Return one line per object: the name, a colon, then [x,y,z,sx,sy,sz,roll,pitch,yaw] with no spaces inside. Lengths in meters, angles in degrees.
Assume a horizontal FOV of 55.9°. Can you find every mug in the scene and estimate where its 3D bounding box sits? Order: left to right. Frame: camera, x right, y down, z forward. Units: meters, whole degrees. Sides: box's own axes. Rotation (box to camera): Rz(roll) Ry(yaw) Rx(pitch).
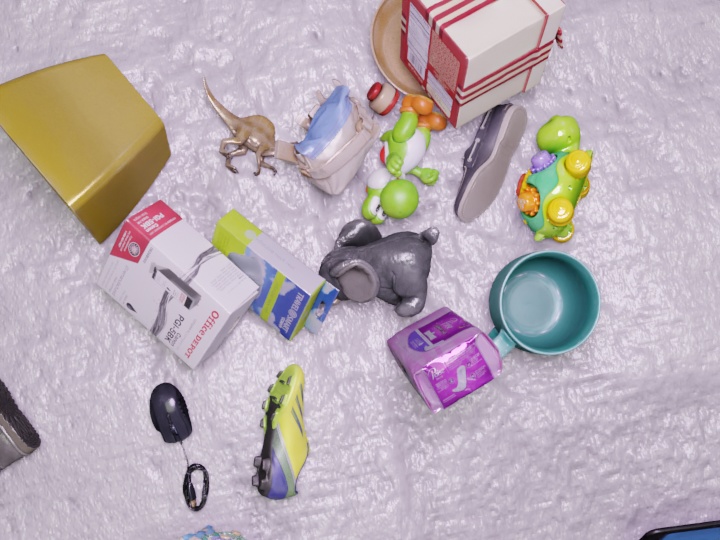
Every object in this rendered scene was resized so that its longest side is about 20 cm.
mug: [0.257,0.052,1.033,0.181,0.114,0.155,-8,87,-2]

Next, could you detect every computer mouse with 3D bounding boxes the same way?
computer mouse: [-0.277,0.271,1.037,0.058,0.034,0.203,-19,88,-4]

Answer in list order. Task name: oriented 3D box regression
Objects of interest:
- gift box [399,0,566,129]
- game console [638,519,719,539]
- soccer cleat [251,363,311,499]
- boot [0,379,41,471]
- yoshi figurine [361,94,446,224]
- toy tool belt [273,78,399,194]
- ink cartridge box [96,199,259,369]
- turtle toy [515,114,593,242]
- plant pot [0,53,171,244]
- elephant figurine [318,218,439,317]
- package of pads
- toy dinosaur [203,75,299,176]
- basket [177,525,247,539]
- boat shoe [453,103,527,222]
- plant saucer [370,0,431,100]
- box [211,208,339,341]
gift box: [0.171,-0.345,0.985,0.185,0.200,0.186,-31,75,-9]
game console: [0.513,0.451,1.017,0.196,0.116,0.179,-6,86,-2]
soccer cleat: [-0.110,0.247,1.042,0.083,0.064,0.204,16,80,-31]
boot: [-0.606,0.264,1.014,0.199,0.073,0.183,-36,86,3]
yoshi figurine: [0.074,-0.160,1.046,0.111,0.112,0.203,25,88,-7]
toy tool belt: [-0.036,-0.225,1.027,0.122,0.125,0.202,34,85,-22]
ink cartridge box: [-0.269,0.023,0.996,0.199,0.083,0.147,41,125,1]
turtle toy: [0.300,-0.141,1.047,0.100,0.146,0.203,19,85,20]
plant pot: [-0.392,-0.190,0.992,0.176,0.200,0.200,-41,89,-15]
elephant figurine: [0.000,0.000,1.012,0.196,0.141,0.158,8,91,-6]
package of pads: [0.117,0.121,0.980,0.119,0.200,0.076,-31,101,-4]
toy dinosaur: [-0.183,-0.210,1.072,0.198,0.058,0.102,31,70,-8]
basket: [-0.184,0.459,0.958,0.199,0.177,0.140,35,82,11]
boat shoe: [0.196,-0.174,1.085,0.062,0.072,0.202,28,91,43]
plant saucer: [0.111,-0.363,1.088,0.196,0.035,0.204,1,82,-7]
box: [-0.136,0.015,1.007,0.199,0.123,0.048,37,47,8]
